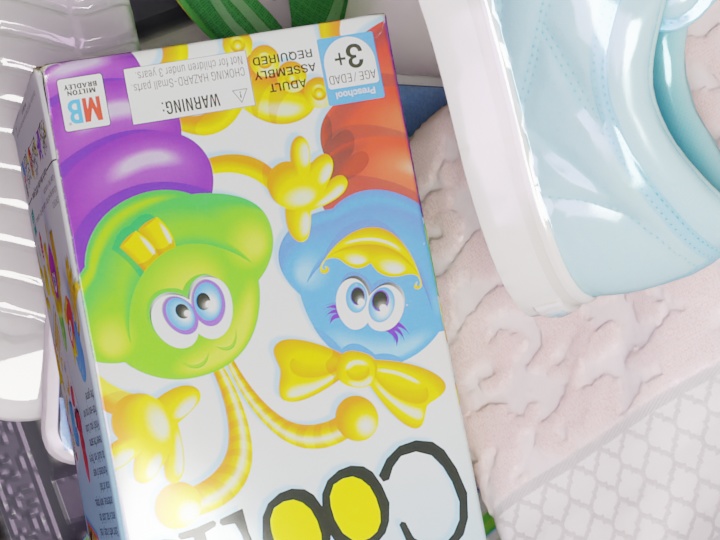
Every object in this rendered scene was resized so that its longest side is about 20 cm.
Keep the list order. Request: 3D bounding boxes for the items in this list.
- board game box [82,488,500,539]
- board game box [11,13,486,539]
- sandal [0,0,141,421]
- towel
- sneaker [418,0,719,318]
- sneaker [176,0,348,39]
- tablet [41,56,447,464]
[{"bbox_3d":[-0.008,0.099,0.872,0.151,0.037,0.200,40,111,10],"label":"board game box"},{"bbox_3d":[-0.031,0.039,0.728,0.103,0.105,0.200,-10,86,-12],"label":"board game box"},{"bbox_3d":[-0.105,-0.050,0.820,0.082,0.050,0.203,0,79,-8],"label":"sandal"},{"bbox_3d":[0.101,-0.005,0.682,0.200,0.032,0.191,-33,55,27],"label":"towel"},{"bbox_3d":[0.056,-0.091,0.649,0.082,0.074,0.200,-13,105,18],"label":"sneaker"},{"bbox_3d":[-0.023,-0.139,0.777,0.084,0.074,0.200,55,152,40],"label":"sneaker"},{"bbox_3d":[0.000,0.000,0.798,0.200,0.014,0.130,3,83,-11],"label":"tablet"}]
